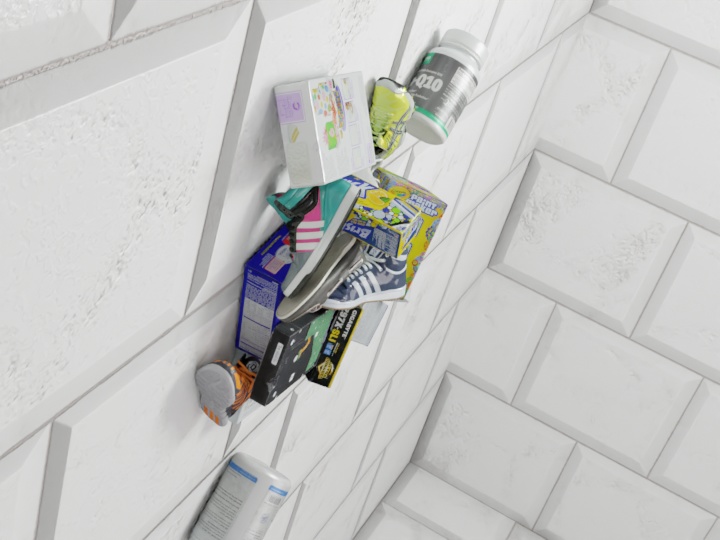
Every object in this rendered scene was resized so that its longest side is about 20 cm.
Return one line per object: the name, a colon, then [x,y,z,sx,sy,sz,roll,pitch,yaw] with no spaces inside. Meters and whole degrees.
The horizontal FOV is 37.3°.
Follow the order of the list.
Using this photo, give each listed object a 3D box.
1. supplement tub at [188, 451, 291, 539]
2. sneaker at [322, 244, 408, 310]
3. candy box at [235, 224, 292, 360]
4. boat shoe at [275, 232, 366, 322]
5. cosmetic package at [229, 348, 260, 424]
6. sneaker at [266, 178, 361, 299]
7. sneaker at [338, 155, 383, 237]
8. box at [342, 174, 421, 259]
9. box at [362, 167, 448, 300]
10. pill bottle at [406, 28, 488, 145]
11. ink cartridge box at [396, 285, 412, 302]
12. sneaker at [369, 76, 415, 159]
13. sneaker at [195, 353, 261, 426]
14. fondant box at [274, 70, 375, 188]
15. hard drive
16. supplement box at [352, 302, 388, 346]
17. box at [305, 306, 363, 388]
supplement tub: [-0.234,0.469,2.077,0.201,0.131,0.132,-60,165,-7]
sneaker: [0.000,0.000,1.808,0.199,0.070,0.109,-8,118,-38]
candy box: [-0.127,0.029,1.777,0.169,0.077,0.201,-49,161,-42]
boat shoe: [-0.055,0.022,1.697,0.200,0.067,0.057,-51,119,-30]
cosmetic package: [-0.174,0.171,1.920,0.200,0.051,0.152,-33,145,-63]
sneaker: [-0.098,-0.067,1.624,0.201,0.120,0.084,-59,179,8]
sneaker: [-0.005,-0.110,1.806,0.076,0.080,0.201,103,-9,-71]
box: [-0.007,-0.102,1.715,0.070,0.199,0.064,-50,161,-37]
box: [0.049,-0.075,1.972,0.200,0.121,0.193,-120,-126,-75]
pill bottle: [0.156,-0.348,2.021,0.201,0.113,0.113,-60,165,-11]
ink cartridge box: [0.068,-0.048,2.174,0.116,0.066,0.201,40,57,-59]
sneaker: [0.046,-0.258,1.877,0.077,0.075,0.200,-56,163,-26]
sneaker: [-0.206,0.171,1.740,0.112,0.078,0.200,-45,170,-26]
fondant box: [-0.047,-0.208,1.551,0.200,0.058,0.145,-32,115,-65]
hard drive: [-0.109,0.129,1.783,0.200,0.038,0.140,-34,148,-62]
supplement box: [-0.025,0.083,2.180,0.104,0.101,0.200,-63,166,0]
box: [-0.066,0.108,1.984,0.160,0.049,0.200,-65,-161,8]
